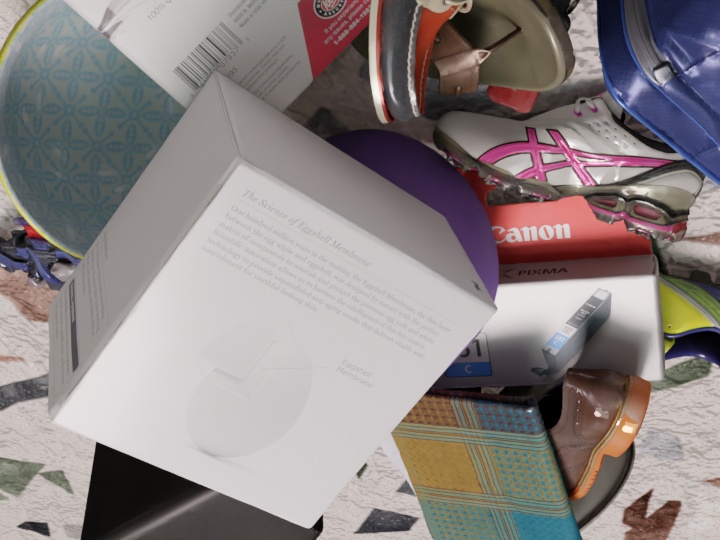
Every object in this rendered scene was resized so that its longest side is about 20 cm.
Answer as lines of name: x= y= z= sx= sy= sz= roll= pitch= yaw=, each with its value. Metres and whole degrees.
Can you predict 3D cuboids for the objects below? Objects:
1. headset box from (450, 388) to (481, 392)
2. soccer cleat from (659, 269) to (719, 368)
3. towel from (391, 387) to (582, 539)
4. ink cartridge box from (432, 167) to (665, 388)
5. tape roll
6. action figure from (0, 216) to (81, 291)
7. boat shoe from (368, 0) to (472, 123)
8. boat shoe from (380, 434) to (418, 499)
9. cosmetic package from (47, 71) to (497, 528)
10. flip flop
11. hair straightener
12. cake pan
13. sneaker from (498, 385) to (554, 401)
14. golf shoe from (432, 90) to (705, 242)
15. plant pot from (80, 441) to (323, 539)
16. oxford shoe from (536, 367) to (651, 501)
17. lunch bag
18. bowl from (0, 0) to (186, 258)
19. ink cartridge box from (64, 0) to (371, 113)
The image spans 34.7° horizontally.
headset box: x=0.010 y=0.090 z=1.076 sx=0.197 sy=0.078 sz=0.150 roll=-1 pitch=140 yaw=10
soccer cleat: x=0.224 y=0.035 z=0.952 sx=0.197 sy=0.085 sz=0.065 roll=11 pitch=157 yaw=-3
towel: x=0.102 y=0.170 z=0.953 sx=0.145 sy=0.022 sz=0.202 roll=3 pitch=132 yaw=30
ink cartridge box: x=0.134 y=0.004 z=0.912 sx=0.197 sy=0.045 sz=0.179 roll=-4 pitch=113 yaw=17
tape roll: x=0.000 y=0.000 z=0.882 sx=0.197 sy=0.085 sz=0.203 roll=11 pitch=115 yaw=25
action figure: x=-0.240 y=-0.016 z=1.011 sx=0.198 sy=0.105 sz=0.195 roll=13 pitch=144 yaw=42
boat shoe: x=0.043 y=-0.184 z=0.666 sx=0.062 sy=0.203 sz=0.071 roll=8 pitch=-174 yaw=7
boat shoe: x=0.059 y=0.150 z=1.032 sx=0.065 sy=0.070 sz=0.201 roll=-23 pitch=131 yaw=7
cosmetic package: x=-0.060 y=0.023 z=0.725 sx=0.198 sy=0.123 sz=0.200 roll=30 pitch=112 yaw=-30
flip flop: x=0.054 y=-0.142 z=0.733 sx=0.199 sy=0.058 sz=0.082 roll=16 pitch=144 yaw=45
hair straightener: x=0.120 y=-0.180 z=0.725 sx=0.040 sy=0.078 sz=0.200 roll=23 pitch=159 yaw=9
cake pan: x=0.164 y=0.195 z=1.095 sx=0.199 sy=0.201 sz=0.037 roll=-24 pitch=109 yaw=34
sneaker: x=0.162 y=0.122 z=1.024 sx=0.086 sy=0.074 sz=0.202 roll=17 pitch=102 yaw=-26
golf shoe: x=0.152 y=-0.091 z=0.844 sx=0.197 sy=0.073 sz=0.093 roll=17 pitch=101 yaw=7
plant pot: x=-0.146 y=0.219 z=1.184 sx=0.176 sy=0.202 sz=0.199 roll=-30 pitch=129 yaw=25
oxford shoe: x=0.169 y=0.128 z=0.937 sx=0.072 sy=0.072 sz=0.201 roll=21 pitch=147 yaw=3
lunch bag: x=0.228 y=-0.136 z=0.704 sx=0.199 sy=0.137 sz=0.132 roll=31 pitch=136 yaw=-26
bowl: x=-0.173 y=-0.114 z=0.817 sx=0.200 sy=0.201 sz=0.107 roll=40 pitch=175 yaw=-33
ink cartridge box: x=-0.099 y=-0.195 z=0.699 sx=0.145 sy=0.084 sz=0.200 roll=-42 pitch=123 yaw=11
